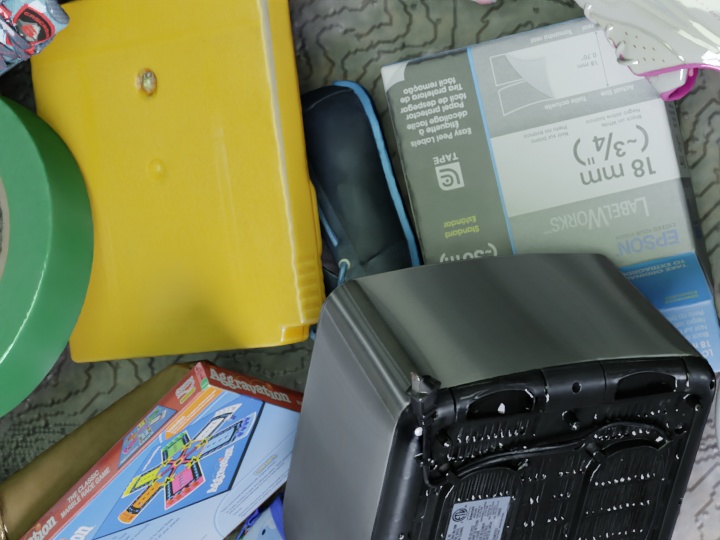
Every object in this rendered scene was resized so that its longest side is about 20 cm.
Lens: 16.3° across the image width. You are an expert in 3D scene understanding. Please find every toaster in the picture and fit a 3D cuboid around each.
[{"bbox_3d":[0.067,0.091,1.254,0.180,0.119,0.201,-7,127,-26],"label":"toaster"}]

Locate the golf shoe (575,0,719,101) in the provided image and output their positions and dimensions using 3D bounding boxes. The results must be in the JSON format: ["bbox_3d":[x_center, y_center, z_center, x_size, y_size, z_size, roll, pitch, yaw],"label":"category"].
[{"bbox_3d":[0.137,-0.138,1.260,0.199,0.075,0.092,22,104,20],"label":"golf shoe"}]

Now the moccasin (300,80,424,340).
[{"bbox_3d":[0.000,0.000,1.357,0.068,0.080,0.201,-17,76,3],"label":"moccasin"}]

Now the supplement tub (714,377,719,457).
[{"bbox_3d":[0.250,0.069,1.243,0.145,0.200,0.146,1,93,11],"label":"supplement tub"}]

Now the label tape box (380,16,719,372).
[{"bbox_3d":[0.105,-0.028,1.335,0.144,0.063,0.201,-13,90,11],"label":"label tape box"}]

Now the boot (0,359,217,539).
[{"bbox_3d":[-0.166,0.105,1.358,0.200,0.175,0.066,-32,53,13],"label":"boot"}]

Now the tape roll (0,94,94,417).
[{"bbox_3d":[-0.244,-0.008,1.379,0.200,0.048,0.201,-6,76,24],"label":"tape roll"}]

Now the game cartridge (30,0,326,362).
[{"bbox_3d":[-0.100,-0.055,1.356,0.176,0.032,0.201,-5,94,38],"label":"game cartridge"}]

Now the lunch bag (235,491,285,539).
[{"bbox_3d":[-0.031,0.241,1.344,0.170,0.124,0.200,-52,56,11],"label":"lunch bag"}]

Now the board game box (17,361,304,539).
[{"bbox_3d":[-0.110,0.127,1.345,0.200,0.103,0.019,-44,51,25],"label":"board game box"}]

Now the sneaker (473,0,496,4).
[{"bbox_3d":[0.035,-0.246,1.331,0.104,0.075,0.201,7,99,5],"label":"sneaker"}]

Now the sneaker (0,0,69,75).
[{"bbox_3d":[-0.205,-0.139,1.329,0.095,0.079,0.201,19,75,27],"label":"sneaker"}]
